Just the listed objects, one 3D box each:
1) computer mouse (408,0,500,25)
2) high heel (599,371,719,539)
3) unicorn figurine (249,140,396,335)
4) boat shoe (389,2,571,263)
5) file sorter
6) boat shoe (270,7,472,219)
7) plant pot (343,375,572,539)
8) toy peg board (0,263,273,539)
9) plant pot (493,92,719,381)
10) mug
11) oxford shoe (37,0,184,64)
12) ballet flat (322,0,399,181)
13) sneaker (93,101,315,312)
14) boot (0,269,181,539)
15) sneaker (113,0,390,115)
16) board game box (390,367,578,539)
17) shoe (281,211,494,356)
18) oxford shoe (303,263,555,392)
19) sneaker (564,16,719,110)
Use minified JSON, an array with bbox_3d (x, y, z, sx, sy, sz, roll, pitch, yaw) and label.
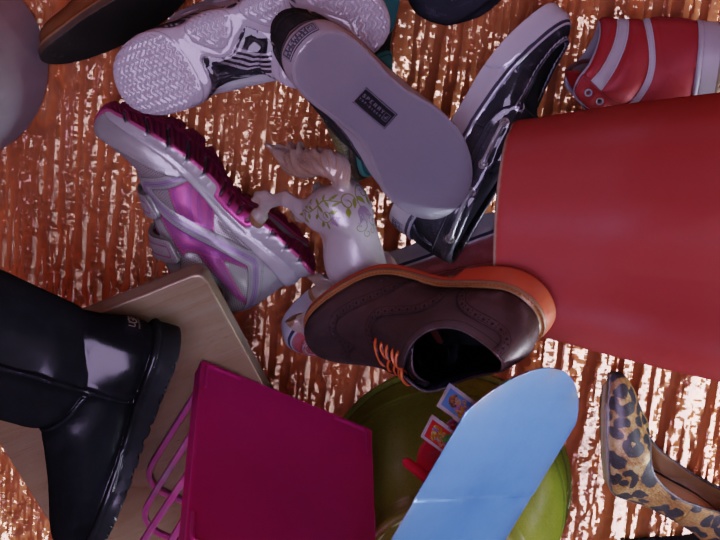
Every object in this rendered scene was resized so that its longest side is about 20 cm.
[{"bbox_3d":[0.108,-0.225,1.352,0.059,0.034,0.200,40,134,-21],"label":"computer mouse"},{"bbox_3d":[0.258,0.151,1.469,0.142,0.072,0.201,-7,122,12],"label":"high heel"},{"bbox_3d":[0.000,0.000,1.367,0.137,0.074,0.200,-5,126,46],"label":"unicorn figurine"},{"bbox_3d":[0.102,-0.097,1.395,0.068,0.072,0.200,37,95,18],"label":"boat shoe"},{"bbox_3d":[-0.079,0.190,1.345,0.139,0.200,0.126,24,119,-15],"label":"file sorter"},{"bbox_3d":[0.009,-0.111,1.317,0.069,0.057,0.200,-43,131,2],"label":"boat shoe"},{"bbox_3d":[0.061,0.198,1.439,0.199,0.193,0.201,1,106,4],"label":"plant pot"},{"bbox_3d":[-0.165,0.092,1.454,0.199,0.098,0.200,-22,118,9],"label":"toy peg board"},{"bbox_3d":[0.186,-0.026,1.301,0.176,0.200,0.201,3,107,11],"label":"plant pot"},{"bbox_3d":[-0.332,-0.130,1.391,0.186,0.153,0.150,-18,105,9],"label":"mug"},{"bbox_3d":[-0.162,-0.224,1.408,0.200,0.071,0.071,-36,73,13],"label":"oxford shoe"},{"bbox_3d":[-0.006,-0.168,1.409,0.070,0.071,0.201,7,107,2],"label":"ballet flat"},{"bbox_3d":[-0.130,-0.042,1.440,0.200,0.081,0.088,44,103,-8],"label":"sneaker"},{"bbox_3d":[-0.235,0.099,1.354,0.168,0.076,0.201,17,111,-16],"label":"boot"},{"bbox_3d":[-0.072,-0.169,1.379,0.199,0.115,0.075,-13,105,11],"label":"sneaker"},{"bbox_3d":[0.064,0.138,1.266,0.039,0.158,0.200,38,106,29],"label":"board game box"},{"bbox_3d":[0.041,0.037,1.437,0.199,0.072,0.091,-24,60,7],"label":"shoe"},{"bbox_3d":[0.030,0.042,1.280,0.199,0.073,0.071,-9,122,41],"label":"oxford shoe"},{"bbox_3d":[0.196,-0.088,1.409,0.112,0.071,0.201,7,99,-2],"label":"sneaker"}]
